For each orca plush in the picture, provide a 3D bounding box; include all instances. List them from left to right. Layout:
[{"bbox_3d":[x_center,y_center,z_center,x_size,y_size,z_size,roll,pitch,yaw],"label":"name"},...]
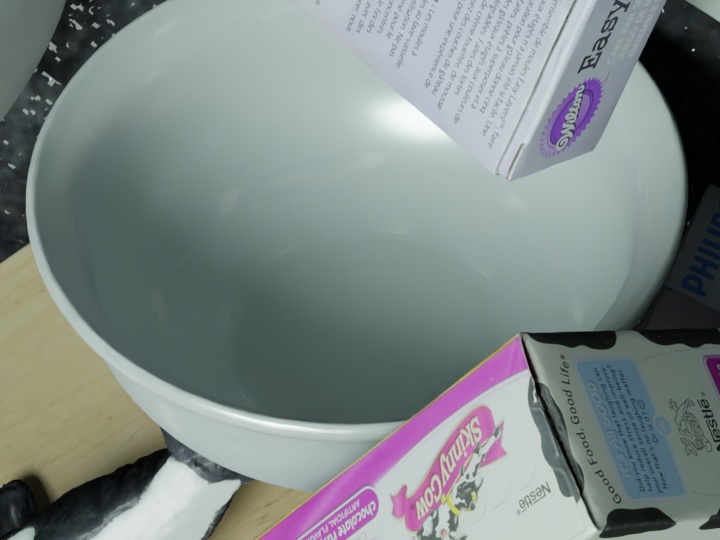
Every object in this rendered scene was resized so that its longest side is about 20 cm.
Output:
[{"bbox_3d":[-0.116,0.095,1.019,0.200,0.105,0.071,-54,51,34],"label":"orca plush"}]

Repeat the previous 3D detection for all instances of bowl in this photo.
[{"bbox_3d":[0.000,0.000,0.927,0.200,0.202,0.091,15,140,16],"label":"bowl"}]

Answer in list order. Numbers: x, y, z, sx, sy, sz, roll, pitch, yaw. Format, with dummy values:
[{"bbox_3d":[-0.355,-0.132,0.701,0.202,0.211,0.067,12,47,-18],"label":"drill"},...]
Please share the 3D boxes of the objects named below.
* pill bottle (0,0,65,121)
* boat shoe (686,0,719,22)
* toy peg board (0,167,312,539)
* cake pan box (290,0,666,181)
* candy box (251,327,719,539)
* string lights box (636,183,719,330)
[{"bbox_3d":[-0.201,-0.119,0.967,0.199,0.114,0.114,33,137,10],"label":"pill bottle"},{"bbox_3d":[0.077,-0.117,0.871,0.199,0.076,0.061,10,134,5],"label":"boat shoe"},{"bbox_3d":[-0.056,0.069,1.085,0.200,0.098,0.200,-32,93,31],"label":"toy peg board"},{"bbox_3d":[0.021,-0.151,0.802,0.184,0.052,0.201,41,124,28],"label":"cake pan box"},{"bbox_3d":[0.084,0.072,0.867,0.136,0.199,0.061,-40,63,40],"label":"candy box"},{"bbox_3d":[0.180,0.065,0.981,0.199,0.059,0.103,27,135,5],"label":"string lights box"}]
